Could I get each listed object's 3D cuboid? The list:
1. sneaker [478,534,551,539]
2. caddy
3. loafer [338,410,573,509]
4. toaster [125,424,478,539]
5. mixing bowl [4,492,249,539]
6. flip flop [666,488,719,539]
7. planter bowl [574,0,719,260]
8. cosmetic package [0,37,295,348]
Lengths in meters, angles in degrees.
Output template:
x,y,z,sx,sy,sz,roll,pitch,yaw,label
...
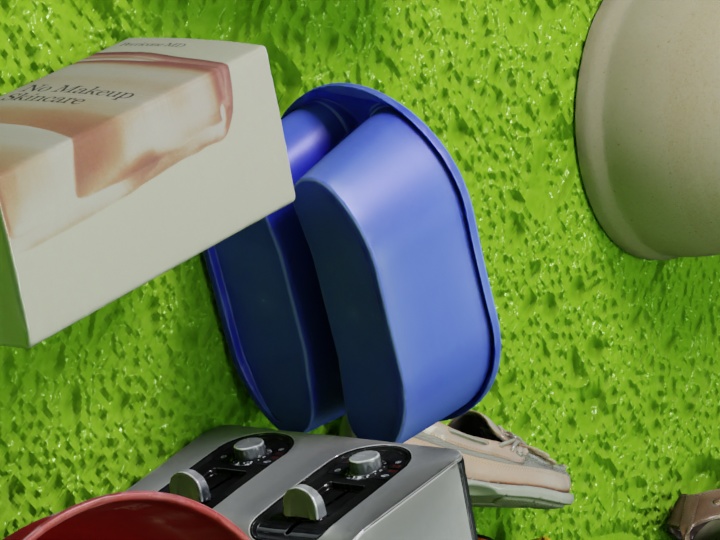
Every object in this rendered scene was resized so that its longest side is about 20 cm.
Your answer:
x,y,z,sx,sy,sz,roll,pitch,yaw,label
0.122,0.213,1.699,0.200,0.070,0.090,18,83,-49,sneaker
0.000,0.000,1.468,0.105,0.141,0.201,-33,119,-40,caddy
0.061,0.107,1.617,0.200,0.072,0.063,10,79,-49,loafer
-0.027,0.190,1.423,0.119,0.180,0.201,-27,113,-44,toaster
-0.139,0.200,1.308,0.200,0.108,0.201,-2,94,-38,mixing bowl
0.242,0.168,1.851,0.200,0.081,0.058,-36,104,-46,flip flop
0.250,-0.102,1.782,0.200,0.134,0.201,-8,100,-52,planter bowl
-0.135,-0.042,1.321,0.200,0.103,0.088,-31,118,-48,cosmetic package
